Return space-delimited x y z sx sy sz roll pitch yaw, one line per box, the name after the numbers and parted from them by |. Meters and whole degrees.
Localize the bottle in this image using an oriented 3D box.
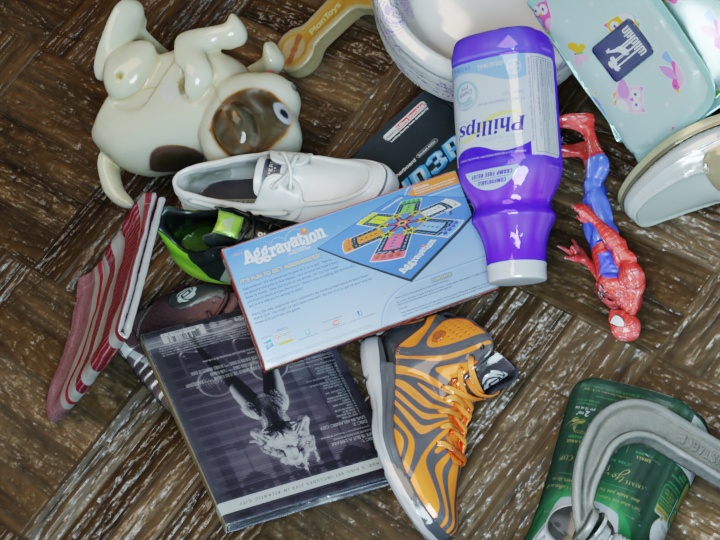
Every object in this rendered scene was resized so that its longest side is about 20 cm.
0.118 -0.089 1.471 0.084 0.065 0.200 -8 80 35 | bottle

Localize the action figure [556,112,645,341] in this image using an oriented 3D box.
0.187 -0.029 1.463 0.052 0.065 0.200 -9 56 -8 | action figure

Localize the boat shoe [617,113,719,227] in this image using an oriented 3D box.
0.294 -0.082 1.438 0.200 0.075 0.068 -31 60 19 | boat shoe

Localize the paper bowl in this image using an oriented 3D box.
0.109 -0.236 1.594 0.201 0.104 0.201 0 76 0 | paper bowl

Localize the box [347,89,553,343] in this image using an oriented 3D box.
0.038 -0.043 1.565 0.200 0.046 0.159 -42 49 -3 | box

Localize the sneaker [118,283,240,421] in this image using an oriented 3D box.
-0.126 0.071 1.558 0.116 0.076 0.200 -41 49 -7 | sneaker

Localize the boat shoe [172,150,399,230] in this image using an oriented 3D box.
-0.068 -0.067 1.565 0.200 0.065 0.074 -8 54 25 | boat shoe

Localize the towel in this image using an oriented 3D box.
-0.220 0.033 1.584 0.200 0.023 0.144 135 150 -55 | towel

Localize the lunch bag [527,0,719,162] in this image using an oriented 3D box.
0.254 -0.206 1.481 0.200 0.122 0.170 -36 88 5 | lunch bag

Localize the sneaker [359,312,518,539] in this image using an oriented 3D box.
0.069 0.108 1.426 0.112 0.078 0.200 -24 51 13 | sneaker

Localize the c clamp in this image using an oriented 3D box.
0.221 0.187 1.258 0.200 0.027 0.171 36 66 0 | c clamp

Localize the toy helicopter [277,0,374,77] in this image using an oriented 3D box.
-0.008 -0.263 1.726 0.200 0.079 0.132 -44 55 11 | toy helicopter

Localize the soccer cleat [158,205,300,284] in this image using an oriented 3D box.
-0.080 -0.017 1.528 0.200 0.081 0.068 6 64 30 | soccer cleat

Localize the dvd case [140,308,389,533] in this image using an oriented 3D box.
-0.073 0.109 1.487 0.149 0.016 0.200 -14 51 -20 | dvd case

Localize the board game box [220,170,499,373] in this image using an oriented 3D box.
0.000 0.000 1.473 0.200 0.019 0.103 -19 84 -11 | board game box

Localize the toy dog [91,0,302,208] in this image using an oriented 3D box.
-0.142 -0.141 1.670 0.200 0.140 0.194 16 68 33 | toy dog

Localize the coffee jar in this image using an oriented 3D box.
0.169 0.182 1.317 0.104 0.085 0.200 14 65 26 | coffee jar
